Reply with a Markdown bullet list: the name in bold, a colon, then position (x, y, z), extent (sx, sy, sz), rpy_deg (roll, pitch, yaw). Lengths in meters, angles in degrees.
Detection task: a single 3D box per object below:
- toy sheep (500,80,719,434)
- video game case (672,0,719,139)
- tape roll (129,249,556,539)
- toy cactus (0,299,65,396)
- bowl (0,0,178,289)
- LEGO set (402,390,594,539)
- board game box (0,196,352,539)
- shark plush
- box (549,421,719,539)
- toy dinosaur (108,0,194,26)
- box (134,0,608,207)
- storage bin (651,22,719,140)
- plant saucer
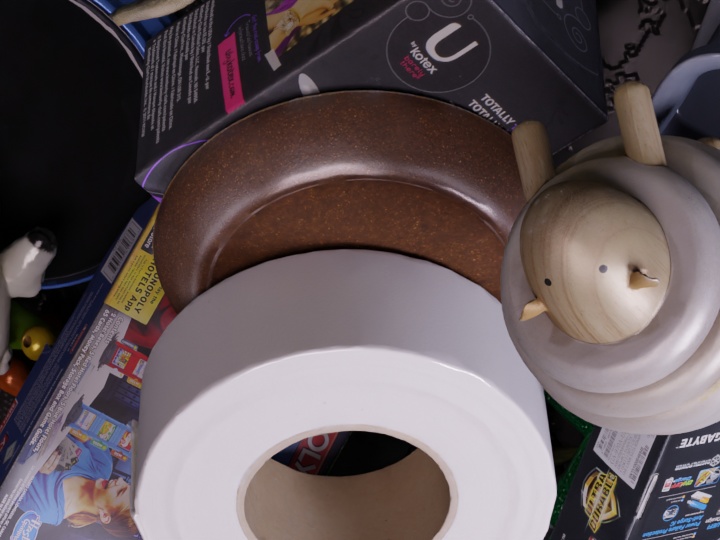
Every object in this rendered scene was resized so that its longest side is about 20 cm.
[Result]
- **toy sheep**: position (0.123, 0.004, 1.194), extent (0.137, 0.200, 0.139), rpy_deg (-8, 75, 30)
- **video game case**: position (0.250, -0.065, 1.380), extent (0.199, 0.022, 0.183), rpy_deg (21, 121, 3)
- **tape roll**: position (-0.009, 0.087, 1.360), extent (0.201, 0.071, 0.203), rpy_deg (-2, 132, -2)
- **toy cactus**: position (-0.116, 0.076, 1.518), extent (0.165, 0.102, 0.200), rpy_deg (-37, 95, 18)
- **bowl**: position (-0.178, -0.081, 1.469), extent (0.199, 0.039, 0.202), rpy_deg (6, 119, 11)
- **LEGO set**: position (0.097, 0.107, 1.482), extent (0.153, 0.116, 0.201), rpy_deg (33, 115, 29)
- **board game box**: position (-0.074, 0.092, 1.461), extent (0.199, 0.062, 0.201), rpy_deg (30, 93, -20)
- **shark plush**: position (-0.213, 0.026, 1.486), extent (0.083, 0.090, 0.201), rpy_deg (43, 145, 38)
- **box**: position (0.186, 0.110, 1.402), extent (0.046, 0.199, 0.160), rpy_deg (46, 131, 38)
- **toy dinosaur**: position (-0.047, -0.176, 1.351), extent (0.047, 0.088, 0.201), rpy_deg (16, 117, -40)
- **box**: position (0.003, -0.091, 1.363), extent (0.199, 0.106, 0.122), rpy_deg (-30, 127, 26)
- **storage bin**: position (0.214, -0.031, 1.317), extent (0.199, 0.134, 0.146), rpy_deg (29, 121, -1)
- **plant saucer**: position (0.000, 0.000, 1.355), extent (0.199, 0.035, 0.201), rpy_deg (0, 136, 0)
